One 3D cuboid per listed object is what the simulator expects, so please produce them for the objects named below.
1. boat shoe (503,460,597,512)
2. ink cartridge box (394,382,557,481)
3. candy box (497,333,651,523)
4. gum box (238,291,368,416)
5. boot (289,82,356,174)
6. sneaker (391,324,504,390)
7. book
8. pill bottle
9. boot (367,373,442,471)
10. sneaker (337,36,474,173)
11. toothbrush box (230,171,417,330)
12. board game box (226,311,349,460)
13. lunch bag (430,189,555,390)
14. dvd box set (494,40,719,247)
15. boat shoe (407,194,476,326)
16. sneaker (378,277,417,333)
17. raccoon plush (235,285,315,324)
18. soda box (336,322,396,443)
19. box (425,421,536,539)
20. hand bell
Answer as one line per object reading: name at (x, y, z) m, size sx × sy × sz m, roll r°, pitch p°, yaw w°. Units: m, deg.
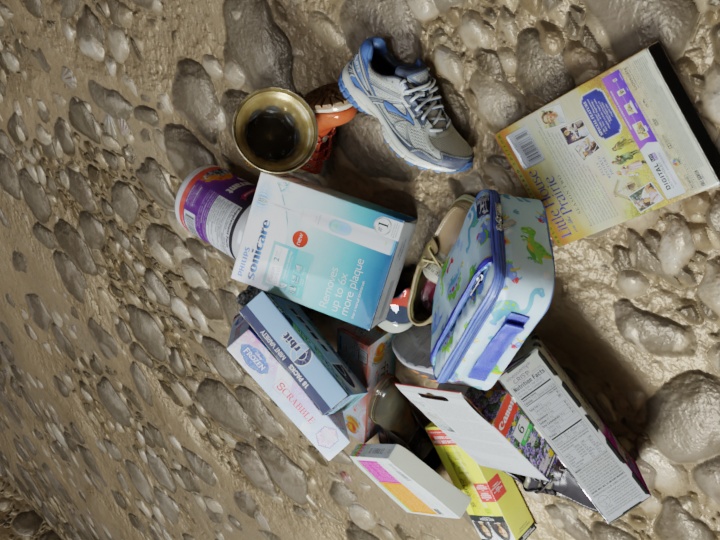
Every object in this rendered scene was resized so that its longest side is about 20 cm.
boat shoe at (0.232, 0.260, 1.081) m, size 0.200 × 0.065 × 0.072 m, roll 30°, pitch 134°, yaw 29°
ink cartridge box at (0.142, 0.175, 0.988) m, size 0.109 × 0.050 × 0.200 m, roll 0°, pitch 142°, yaw 48°
candy box at (0.241, 0.175, 0.957) m, size 0.061 × 0.136 × 0.200 m, roll -37°, pitch 85°, yaw 10°
gum box at (-0.070, 0.113, 1.113) m, size 0.170 × 0.045 × 0.200 m, roll 50°, pitch -178°, yaw 11°
boot at (-0.057, -0.181, 1.085) m, size 0.200 × 0.075 × 0.107 m, roll 1°, pitch 119°, yaw 55°
sneaker at (0.123, 0.152, 1.116) m, size 0.200 × 0.078 × 0.112 m, roll 29°, pitch 148°, yaw 47°
book at (0.065, 0.306, 1.221) m, size 0.134 × 0.048 × 0.200 m, roll 39°, pitch 161°, yaw -6°
pill bottle at (-0.174, -0.073, 1.242) m, size 0.200 × 0.111 × 0.112 m, roll 29°, pitch 134°, yaw 29°
boot at (0.072, 0.222, 1.200) m, size 0.097 × 0.075 × 0.200 m, roll 30°, pitch 156°, yaw 28°
sneaker at (0.057, -0.192, 0.952) m, size 0.200 × 0.077 × 0.085 m, roll 44°, pitch 135°, yaw 15°
toothbrush box at (-0.047, -0.029, 1.071) m, size 0.199 × 0.085 × 0.147 m, roll 21°, pitch 100°, yaw 14°
board game box at (-0.099, 0.144, 1.141) m, size 0.200 × 0.041 × 0.200 m, roll 50°, pitch -179°, yaw -11°
lunch bag at (0.137, 0.025, 0.897) m, size 0.082 × 0.161 × 0.200 m, roll 12°, pitch 138°, yaw -9°
dvd box set at (0.245, -0.118, 0.837) m, size 0.200 × 0.029 × 0.147 m, roll -26°, pitch 96°, yaw 50°
boat shoe at (0.107, -0.003, 1.031) m, size 0.074 × 0.066 × 0.200 m, roll 36°, pitch 137°, yaw 24°
sneaker at (0.000, 0.000, 1.149) m, size 0.200 × 0.075 × 0.085 m, roll 30°, pitch 128°, yaw 21°
raccoon plush at (-0.105, 0.092, 1.256) m, size 0.200 × 0.097 × 0.134 m, roll 45°, pitch 170°, yaw 22°
soda box at (0.007, 0.160, 1.246) m, size 0.063 × 0.068 × 0.200 m, roll 28°, pitch 133°, yaw 32°
box at (0.171, 0.295, 1.181) m, size 0.075 × 0.050 × 0.200 m, roll -16°, pitch 103°, yaw 51°
hand bell at (-0.128, -0.162, 1.076) m, size 0.104 × 0.104 × 0.200 m, roll 61°, pitch 164°, yaw -6°
